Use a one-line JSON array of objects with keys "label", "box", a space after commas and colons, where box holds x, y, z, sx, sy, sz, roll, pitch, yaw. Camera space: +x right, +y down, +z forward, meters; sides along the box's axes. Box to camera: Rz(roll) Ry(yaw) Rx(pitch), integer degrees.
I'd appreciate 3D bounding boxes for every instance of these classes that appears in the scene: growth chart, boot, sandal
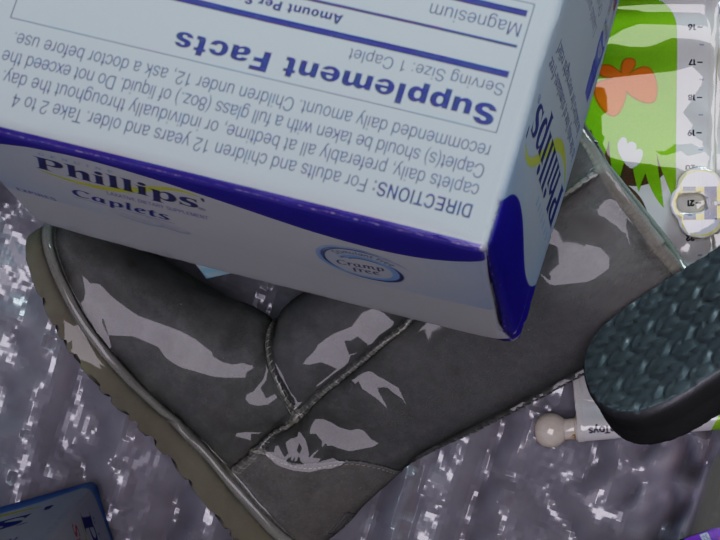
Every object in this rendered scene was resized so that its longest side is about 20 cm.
[{"label": "growth chart", "box": [0.103, -0.028, 1.021, 0.144, 0.018, 0.201, -11, 93, 6]}, {"label": "boot", "box": [0.000, -0.001, 0.994, 0.200, 0.073, 0.182, -40, 100, 18]}, {"label": "sandal", "box": [0.175, 0.004, 0.946, 0.200, 0.075, 0.048, -29, 128, 13]}]

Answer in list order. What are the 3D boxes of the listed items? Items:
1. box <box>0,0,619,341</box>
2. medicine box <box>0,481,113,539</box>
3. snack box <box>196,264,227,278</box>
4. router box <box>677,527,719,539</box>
[{"label": "box", "box": [-0.011, -0.101, 0.898, 0.183, 0.105, 0.200, 14, 74, 13]}, {"label": "medicine box", "box": [-0.182, 0.165, 0.966, 0.182, 0.200, 0.103, -16, 96, 5]}, {"label": "snack box", "box": [-0.021, -0.106, 0.978, 0.116, 0.037, 0.200, -13, 70, 5]}, {"label": "router box", "box": [0.101, 0.216, 1.023, 0.149, 0.051, 0.200, -19, 93, 4]}]
